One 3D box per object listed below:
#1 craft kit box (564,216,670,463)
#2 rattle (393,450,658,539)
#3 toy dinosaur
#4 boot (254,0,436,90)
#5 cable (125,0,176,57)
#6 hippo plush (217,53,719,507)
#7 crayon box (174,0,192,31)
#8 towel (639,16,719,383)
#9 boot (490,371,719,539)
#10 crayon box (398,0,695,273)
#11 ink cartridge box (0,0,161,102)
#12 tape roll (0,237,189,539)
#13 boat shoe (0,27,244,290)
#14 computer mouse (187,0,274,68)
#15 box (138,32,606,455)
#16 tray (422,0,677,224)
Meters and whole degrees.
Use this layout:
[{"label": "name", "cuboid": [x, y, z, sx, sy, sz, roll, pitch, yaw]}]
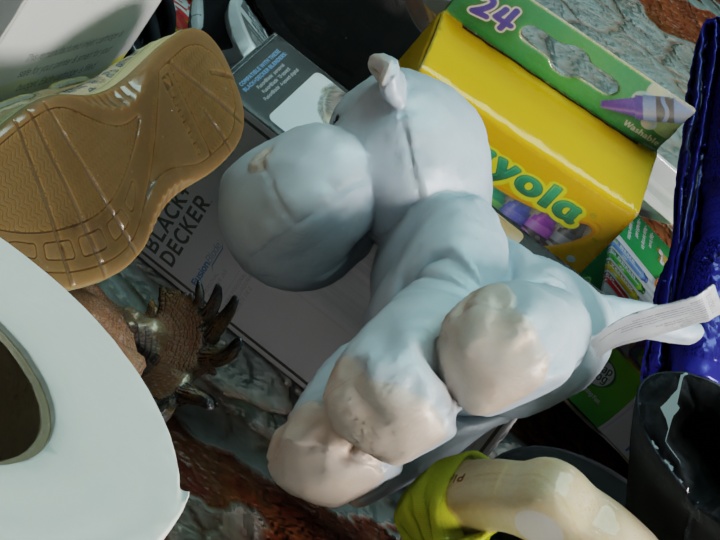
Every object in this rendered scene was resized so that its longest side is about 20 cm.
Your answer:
[{"label": "craft kit box", "cuboid": [0.181, 0.073, 1.553, 0.198, 0.048, 0.200, 48, 20, -11]}, {"label": "rattle", "cuboid": [0.080, 0.180, 1.218, 0.200, 0.130, 0.143, 59, 29, -30]}, {"label": "toy dinosaur", "cuboid": [-0.113, 0.037, 1.192, 0.135, 0.086, 0.200, 39, 27, -11]}, {"label": "boot", "cuboid": [0.009, -0.124, 1.542, 0.188, 0.069, 0.200, 35, 4, -7]}, {"label": "cable", "cuboid": [-0.137, -0.126, 1.378, 0.163, 0.051, 0.201, -70, 149, -57]}, {"label": "hippo plush", "cuboid": [0.027, -0.010, 1.229, 0.161, 0.199, 0.159, 63, -5, 9]}, {"label": "crayon box", "cuboid": [-0.164, -0.153, 1.530, 0.200, 0.051, 0.127, 30, 23, -15]}, {"label": "towel", "cuboid": [0.172, -0.013, 1.416, 0.049, 0.201, 0.148, 9, -21, 14]}, {"label": "boot", "cuboid": [0.119, 0.099, 1.269, 0.165, 0.066, 0.200, 34, -18, 16]}, {"label": "crayon box", "cuboid": [0.049, -0.036, 1.409, 0.126, 0.200, 0.052, 33, 42, -10]}, {"label": "ink cartridge box", "cuboid": [-0.161, -0.091, 1.208, 0.083, 0.200, 0.145, 40, 22, 10]}, {"label": "tape roll", "cuboid": [-0.176, 0.073, 0.940, 0.202, 0.139, 0.203, 31, 22, -14]}, {"label": "boat shoe", "cuboid": [-0.115, -0.036, 1.151, 0.200, 0.063, 0.074, -36, 108, -57]}, {"label": "computer mouse", "cuboid": [-0.063, -0.114, 1.480, 0.110, 0.044, 0.200, 52, 10, -21]}, {"label": "box", "cuboid": [0.000, 0.000, 1.371, 0.200, 0.117, 0.060, 40, 42, 4]}, {"label": "tray", "cuboid": [0.105, -0.082, 1.605, 0.200, 0.022, 0.107, 38, -9, -27]}]
